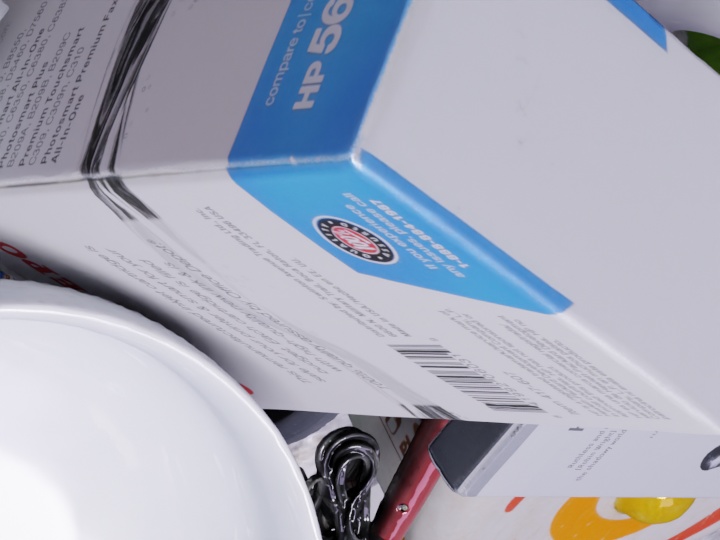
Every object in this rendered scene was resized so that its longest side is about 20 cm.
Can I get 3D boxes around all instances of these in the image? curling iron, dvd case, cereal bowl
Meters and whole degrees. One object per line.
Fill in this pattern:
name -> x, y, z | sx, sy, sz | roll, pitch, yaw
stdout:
curling iron -> 0.035, 0.022, 0.784 | 0.050, 0.026, 0.200 | 21, 112, -36
dvd case -> 0.130, 0.015, 0.750 | 0.200, 0.025, 0.150 | 7, 129, -49
cereal bowl -> -0.115, 0.094, 0.678 | 0.200, 0.083, 0.200 | -5, 105, -20

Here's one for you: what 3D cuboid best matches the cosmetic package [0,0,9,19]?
cosmetic package -> -0.177, 0.007, 0.599 | 0.052, 0.200, 0.151 | 39, 121, -11

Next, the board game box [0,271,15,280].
board game box -> -0.090, 0.021, 0.854 | 0.105, 0.023, 0.200 | -29, 151, 1

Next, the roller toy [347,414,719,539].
roller toy -> 0.083, 0.033, 0.889 | 0.200, 0.140, 0.182 | -28, 151, 6

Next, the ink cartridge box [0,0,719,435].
ink cartridge box -> -0.006, -0.024, 0.641 | 0.146, 0.084, 0.200 | 34, 159, -36

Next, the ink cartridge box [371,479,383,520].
ink cartridge box -> 0.051, 0.192, 1.123 | 0.085, 0.146, 0.200 | -31, 151, 13

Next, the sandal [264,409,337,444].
sandal -> 0.000, -0.001, 0.771 | 0.043, 0.076, 0.200 | 28, 141, -33

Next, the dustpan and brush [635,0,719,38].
dustpan and brush -> 0.059, -0.073, 0.692 | 0.139, 0.200, 0.057 | 8, 103, -45

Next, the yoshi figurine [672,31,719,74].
yoshi figurine -> 0.168, -0.052, 0.798 | 0.200, 0.113, 0.112 | -1, -176, -11
